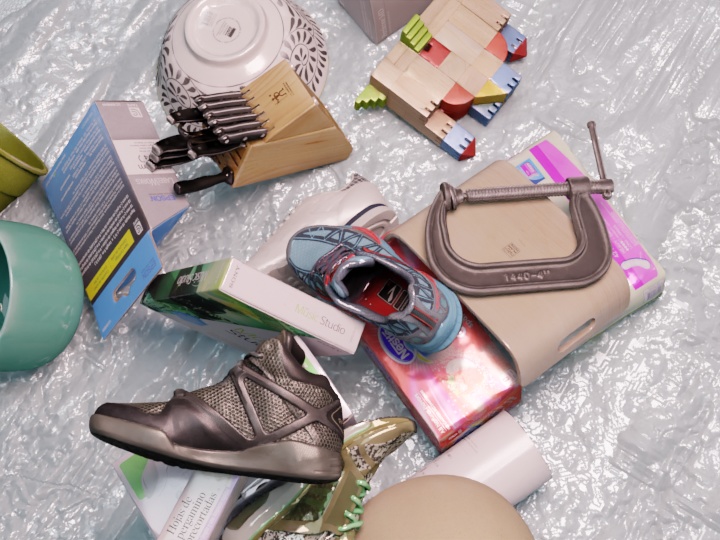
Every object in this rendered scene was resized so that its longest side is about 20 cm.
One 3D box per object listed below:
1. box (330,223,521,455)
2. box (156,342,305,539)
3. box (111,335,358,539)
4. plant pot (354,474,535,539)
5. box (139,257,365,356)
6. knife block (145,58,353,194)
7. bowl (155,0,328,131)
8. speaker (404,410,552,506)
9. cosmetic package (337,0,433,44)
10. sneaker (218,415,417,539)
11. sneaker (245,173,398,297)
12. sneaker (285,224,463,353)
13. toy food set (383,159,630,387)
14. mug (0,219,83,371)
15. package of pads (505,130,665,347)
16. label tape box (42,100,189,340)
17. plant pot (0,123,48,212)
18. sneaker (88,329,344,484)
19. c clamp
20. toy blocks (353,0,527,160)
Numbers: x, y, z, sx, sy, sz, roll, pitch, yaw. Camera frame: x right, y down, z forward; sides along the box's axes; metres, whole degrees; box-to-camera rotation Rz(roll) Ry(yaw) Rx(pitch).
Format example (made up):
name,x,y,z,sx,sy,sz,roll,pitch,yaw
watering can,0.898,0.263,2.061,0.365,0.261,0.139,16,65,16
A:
name,x,y,z,sx,sy,sz,roll,pitch,yaw
box,0.060,0.069,1.117,0.103,0.095,0.200,-34,71,-5
box,-0.109,0.157,0.947,0.039,0.041,0.200,25,78,11
box,-0.102,0.174,1.055,0.200,0.176,0.097,-35,71,-5
plant pot,0.078,0.291,0.970,0.200,0.134,0.201,-2,99,-12
box,-0.106,0.040,1.066,0.144,0.200,0.036,27,71,-25
knife block,-0.115,-0.127,1.166,0.175,0.200,0.064,-35,71,6
bowl,-0.139,-0.246,1.250,0.200,0.094,0.201,-2,70,5
speaker,0.080,0.218,1.070,0.200,0.081,0.081,-35,71,-7
cosmetic package,0.067,-0.355,1.260,0.200,0.107,0.090,-39,71,-6
sneaker,-0.020,0.206,0.983,0.200,0.077,0.089,-40,68,0
sneaker,-0.060,-0.025,1.184,0.200,0.076,0.081,-30,59,-9
sneaker,0.000,0.000,1.029,0.200,0.096,0.079,26,88,36
toy food set,0.137,-0.002,1.076,0.143,0.060,0.200,-33,64,-22
mug,-0.367,0.027,1.162,0.185,0.114,0.152,1,86,37
package of pads,0.187,-0.020,1.148,0.154,0.068,0.200,-32,70,-6
label tape box,-0.243,-0.052,1.168,0.063,0.144,0.200,-6,62,-43
plant pot,-0.469,-0.091,1.195,0.200,0.200,0.193,39,91,17
sneaker,-0.110,0.103,0.905,0.199,0.076,0.114,5,73,1
c clamp,0.150,-0.052,1.061,0.200,0.027,0.171,-9,63,-11
toy blocks,0.108,-0.215,1.222,0.137,0.100,0.200,38,79,5
